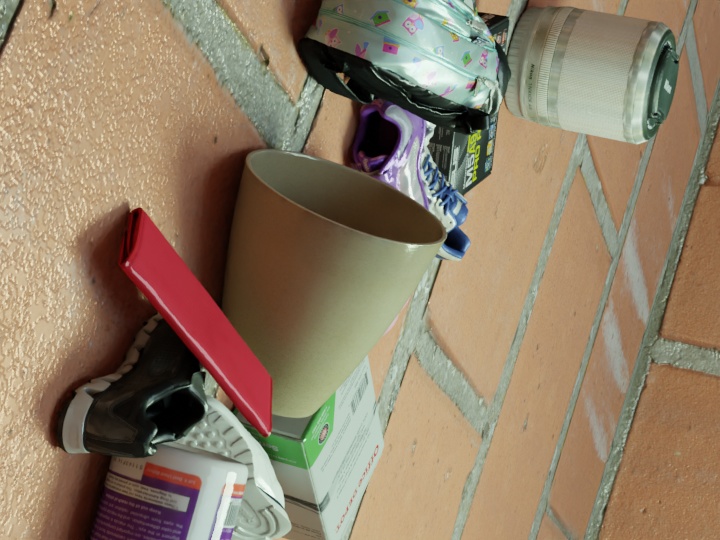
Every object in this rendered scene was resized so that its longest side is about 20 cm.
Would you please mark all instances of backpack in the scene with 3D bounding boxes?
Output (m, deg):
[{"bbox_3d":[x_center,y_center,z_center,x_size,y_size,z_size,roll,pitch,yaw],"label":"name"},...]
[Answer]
[{"bbox_3d":[0.035,-0.216,1.522,0.200,0.167,0.127,20,88,-55],"label":"backpack"}]

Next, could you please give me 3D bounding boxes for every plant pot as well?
[{"bbox_3d":[-0.048,0.022,1.439,0.187,0.187,0.200,-21,136,-66],"label":"plant pot"}]

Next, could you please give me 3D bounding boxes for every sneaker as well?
[{"bbox_3d":[-0.152,0.092,1.292,0.200,0.090,0.067,-48,146,-53],"label":"sneaker"},{"bbox_3d":[0.079,-0.089,1.797,0.075,0.088,0.200,-62,154,-31],"label":"sneaker"},{"bbox_3d":[-0.124,0.167,1.464,0.200,0.076,0.081,68,10,-46],"label":"sneaker"},{"bbox_3d":[0.027,-0.098,1.682,0.088,0.080,0.200,-25,121,-57],"label":"sneaker"}]

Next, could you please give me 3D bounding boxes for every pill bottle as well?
[{"bbox_3d":[-0.168,0.240,1.312,0.111,0.111,0.200,28,76,-69],"label":"pill bottle"}]

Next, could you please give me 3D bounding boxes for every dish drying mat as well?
[{"bbox_3d":[-0.127,0.043,1.288,0.200,0.018,0.077,56,17,-31],"label":"dish drying mat"}]

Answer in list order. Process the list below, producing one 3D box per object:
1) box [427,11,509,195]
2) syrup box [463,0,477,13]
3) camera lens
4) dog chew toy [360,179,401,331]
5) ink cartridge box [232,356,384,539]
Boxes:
[{"bbox_3d":[0.119,-0.189,1.902,0.160,0.044,0.200,-38,137,-60],"label":"box"},{"bbox_3d":[0.067,-0.273,1.652,0.200,0.081,0.079,75,28,-53],"label":"syrup box"},{"bbox_3d":[0.306,-0.258,2.129,0.160,0.200,0.160,14,90,-70],"label":"camera lens"},{"bbox_3d":[0.000,0.000,1.609,0.200,0.124,0.125,89,23,-54],"label":"dog chew toy"},{"bbox_3d":[-0.048,0.163,1.621,0.200,0.084,0.146,80,30,-47],"label":"ink cartridge box"}]
